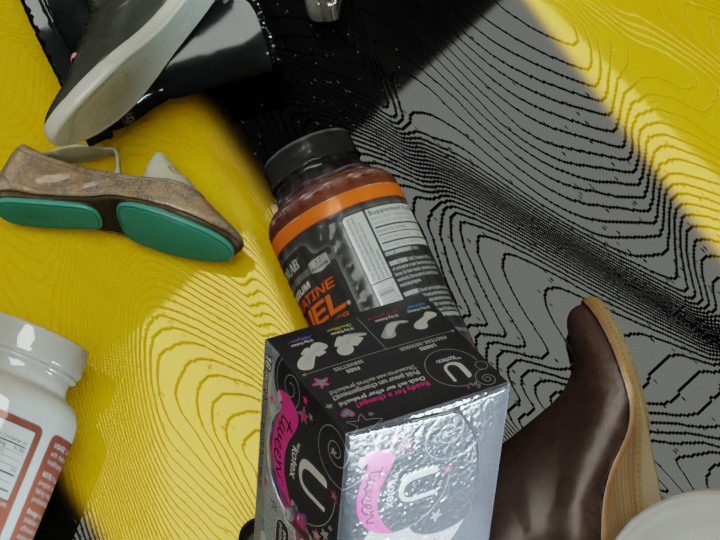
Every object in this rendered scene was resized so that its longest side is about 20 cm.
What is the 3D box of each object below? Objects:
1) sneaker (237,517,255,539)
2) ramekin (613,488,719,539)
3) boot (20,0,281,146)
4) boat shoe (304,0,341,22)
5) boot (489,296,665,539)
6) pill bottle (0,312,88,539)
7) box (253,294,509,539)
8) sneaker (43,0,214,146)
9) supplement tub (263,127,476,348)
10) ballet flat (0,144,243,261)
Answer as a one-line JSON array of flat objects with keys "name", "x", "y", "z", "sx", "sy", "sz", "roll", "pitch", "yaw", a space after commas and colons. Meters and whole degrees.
[{"name": "sneaker", "x": -0.048, "y": 0.269, "z": 1.548, "sx": 0.070, "sy": 0.083, "sz": 0.201, "roll": -9, "pitch": 73, "yaw": 3}, {"name": "ramekin", "x": 0.262, "y": 0.245, "z": 1.488, "sx": 0.201, "sy": 0.094, "sz": 0.204, "roll": 1, "pitch": 91, "yaw": 35}, {"name": "boot", "x": -0.168, "y": -0.207, "z": 1.679, "sx": 0.167, "sy": 0.077, "sz": 0.201, "roll": -25, "pitch": 69, "yaw": -8}, {"name": "boat shoe", "x": -0.002, "y": -0.286, "z": 1.685, "sx": 0.073, "sy": 0.075, "sz": 0.202, "roll": 8, "pitch": 78, "yaw": 7}, {"name": "boot", "x": 0.124, "y": 0.129, "z": 1.573, "sx": 0.165, "sy": 0.072, "sz": 0.202, "roll": -12, "pitch": 79, "yaw": -1}, {"name": "pill bottle", "x": -0.271, "y": 0.136, "z": 1.584, "sx": 0.111, "sy": 0.112, "sz": 0.201, "roll": 20, "pitch": 78, "yaw": 9}, {"name": "box", "x": 0.010, "y": 0.140, "z": 1.473, "sx": 0.131, "sy": 0.201, "sz": 0.115, "roll": -16, "pitch": 39, "yaw": -28}, {"name": "sneaker", "x": -0.186, "y": -0.183, "z": 1.600, "sx": 0.099, "sy": 0.071, "sz": 0.200, "roll": 34, "pitch": 73, "yaw": 13}, {"name": "supplement tub", "x": 0.000, "y": 0.000, "z": 1.598, "sx": 0.106, "sy": 0.107, "sz": 0.201, "roll": -25, "pitch": 75, "yaw": -2}, {"name": "ballet flat", "x": -0.178, "y": -0.059, "z": 1.650, "sx": 0.198, "sy": 0.068, "sz": 0.068, "roll": 12, "pitch": 61, "yaw": 7}]
